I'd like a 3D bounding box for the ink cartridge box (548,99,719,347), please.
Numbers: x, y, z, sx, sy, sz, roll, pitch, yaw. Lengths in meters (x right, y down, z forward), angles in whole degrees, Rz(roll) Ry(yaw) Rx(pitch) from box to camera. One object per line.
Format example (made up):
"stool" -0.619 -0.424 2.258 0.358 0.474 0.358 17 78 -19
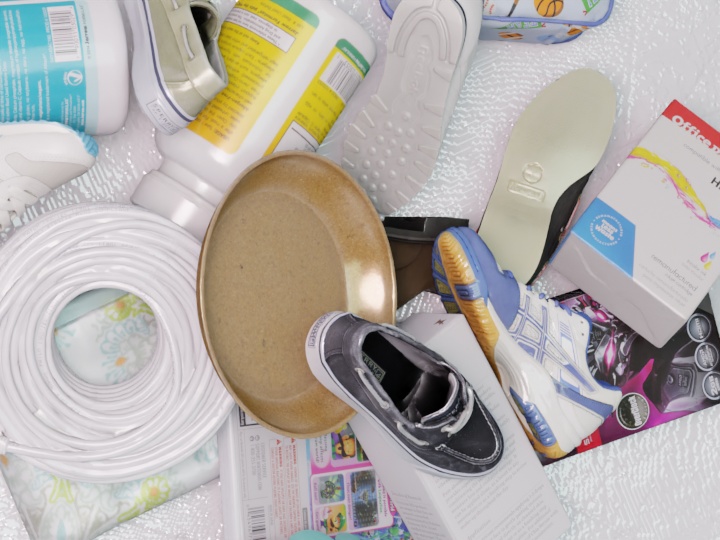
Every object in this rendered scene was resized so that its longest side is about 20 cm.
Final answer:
"ink cartridge box" 0.257 -0.052 1.372 0.116 0.067 0.200 37 66 6

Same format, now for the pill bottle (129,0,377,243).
"pill bottle" -0.084 -0.113 1.275 0.112 0.113 0.201 33 86 -13

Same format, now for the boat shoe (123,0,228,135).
"boat shoe" -0.129 -0.175 1.237 0.062 0.201 0.072 -26 134 13

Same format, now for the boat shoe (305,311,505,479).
"boat shoe" 0.049 0.093 1.215 0.200 0.068 0.072 42 67 -33

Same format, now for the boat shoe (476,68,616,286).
"boat shoe" 0.144 -0.070 1.377 0.073 0.063 0.203 25 81 6

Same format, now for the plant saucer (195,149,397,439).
"plant saucer" -0.051 0.017 1.199 0.199 0.035 0.202 6 82 -48

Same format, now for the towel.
"towel" -0.182 0.098 1.278 0.199 0.048 0.172 -24 95 -16

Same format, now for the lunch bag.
"lunch bag" 0.114 -0.268 1.365 0.198 0.076 0.162 2 86 -16

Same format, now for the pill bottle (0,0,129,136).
"pill bottle" -0.272 -0.145 1.224 0.198 0.111 0.112 -6 90 -17

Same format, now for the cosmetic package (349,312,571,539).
"cosmetic package" 0.070 0.143 1.318 0.101 0.071 0.201 -36 108 -27

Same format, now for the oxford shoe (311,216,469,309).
"oxford shoe" 0.000 0.000 1.309 0.198 0.073 0.085 0 94 -30

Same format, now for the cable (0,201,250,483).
"cable" -0.180 0.052 1.204 0.199 0.069 0.201 24 95 -14

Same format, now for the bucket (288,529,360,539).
"bucket" -0.025 0.306 1.234 0.206 0.135 0.209 -16 121 -28

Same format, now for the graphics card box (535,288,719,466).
"graphics card box" 0.199 0.075 1.393 0.198 0.051 0.127 -16 93 -18

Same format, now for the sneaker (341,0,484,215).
"sneaker" 0.047 -0.132 1.313 0.076 0.081 0.201 30 123 9

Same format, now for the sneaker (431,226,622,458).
"sneaker" 0.128 0.042 1.314 0.088 0.075 0.201 -33 106 -12

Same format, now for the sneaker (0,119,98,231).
"sneaker" -0.273 -0.048 1.204 0.198 0.076 0.081 -18 71 15

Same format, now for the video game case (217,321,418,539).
"video game case" -0.027 0.146 1.309 0.181 0.024 0.202 -3 89 -36
